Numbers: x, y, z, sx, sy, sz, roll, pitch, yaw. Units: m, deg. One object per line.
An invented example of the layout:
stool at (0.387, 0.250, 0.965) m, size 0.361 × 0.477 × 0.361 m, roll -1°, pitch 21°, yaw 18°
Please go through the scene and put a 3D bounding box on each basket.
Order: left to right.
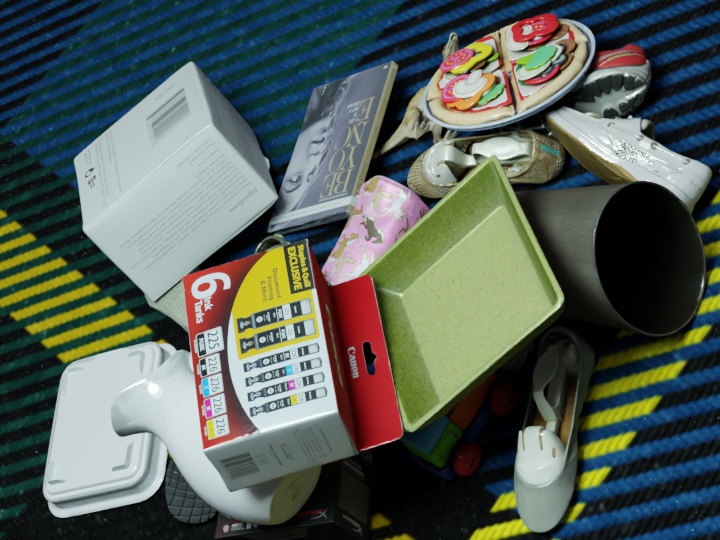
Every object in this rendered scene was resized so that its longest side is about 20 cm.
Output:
basket at (0.206, -0.017, 1.585) m, size 0.199 × 0.180 × 0.138 m, roll 6°, pitch 72°, yaw 47°

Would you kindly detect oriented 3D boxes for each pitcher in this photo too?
pitcher at (-0.123, 0.146, 1.615) m, size 0.199 × 0.122 × 0.172 m, roll 30°, pitch 68°, yaw 26°

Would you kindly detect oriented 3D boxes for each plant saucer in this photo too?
plant saucer at (0.100, 0.028, 1.527) m, size 0.199 × 0.048 × 0.201 m, roll -42°, pitch 44°, yaw 22°

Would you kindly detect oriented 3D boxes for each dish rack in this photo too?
dish rack at (-0.298, 0.177, 1.885) m, size 0.170 × 0.044 × 0.202 m, roll -15°, pitch 53°, yaw 28°

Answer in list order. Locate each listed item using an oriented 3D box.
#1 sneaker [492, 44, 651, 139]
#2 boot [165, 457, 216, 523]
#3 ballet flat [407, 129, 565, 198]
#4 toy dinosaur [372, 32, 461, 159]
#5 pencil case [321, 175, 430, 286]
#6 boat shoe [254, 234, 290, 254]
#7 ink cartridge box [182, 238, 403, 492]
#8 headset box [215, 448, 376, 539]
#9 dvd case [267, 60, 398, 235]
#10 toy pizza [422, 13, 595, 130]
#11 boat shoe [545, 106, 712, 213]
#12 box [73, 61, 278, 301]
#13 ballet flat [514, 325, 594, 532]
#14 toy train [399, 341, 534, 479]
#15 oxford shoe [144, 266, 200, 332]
sneaker at (0.221, -0.194, 1.753) m, size 0.198 × 0.077 × 0.085 m, roll -9°, pitch 41°, yaw 27°
boot at (-0.162, 0.164, 1.775) m, size 0.069 × 0.132 × 0.202 m, roll 12°, pitch 109°, yaw 1°
ballet flat at (0.125, -0.123, 1.763) m, size 0.198 × 0.065 × 0.071 m, roll -8°, pitch 68°, yaw 33°
toy dinosaur at (0.069, -0.173, 1.858) m, size 0.201 × 0.058 × 0.101 m, roll -51°, pitch 30°, yaw 5°
pencil case at (0.000, 0.000, 1.764) m, size 0.202 × 0.082 × 0.086 m, roll -62°, pitch 24°, yaw -13°
boat shoe at (-0.088, 0.007, 1.764) m, size 0.073 × 0.060 × 0.202 m, roll -58°, pitch 9°, yaw 8°
ink cartridge box at (-0.065, 0.080, 1.517) m, size 0.173 × 0.084 × 0.202 m, roll -17°, pitch 52°, yaw 6°
headset box at (-0.062, 0.188, 1.690) m, size 0.147 × 0.075 × 0.202 m, roll -12°, pitch 56°, yaw 29°
dvd case at (-0.033, -0.141, 1.894) m, size 0.148 × 0.016 × 0.202 m, roll -12°, pitch 55°, yaw 48°
toy pizza at (0.155, -0.219, 1.740) m, size 0.198 × 0.032 × 0.201 m, roll -19°, pitch 32°, yaw 13°
boat shoe at (0.276, -0.123, 1.662) m, size 0.199 × 0.071 × 0.069 m, roll 38°, pitch 85°, yaw 35°
box at (-0.222, -0.108, 1.919) m, size 0.199 × 0.131 × 0.199 m, roll -38°, pitch 30°, yaw 8°
ballet flat at (0.177, 0.148, 1.558) m, size 0.067 × 0.064 × 0.202 m, roll -2°, pitch 62°, yaw 34°
toy train at (0.101, 0.096, 1.608) m, size 0.084 × 0.116 × 0.201 m, roll 24°, pitch 77°, yaw 41°
oxford shoe at (-0.202, 0.031, 1.906) m, size 0.075 × 0.058 × 0.200 m, roll -51°, pitch 32°, yaw -1°
